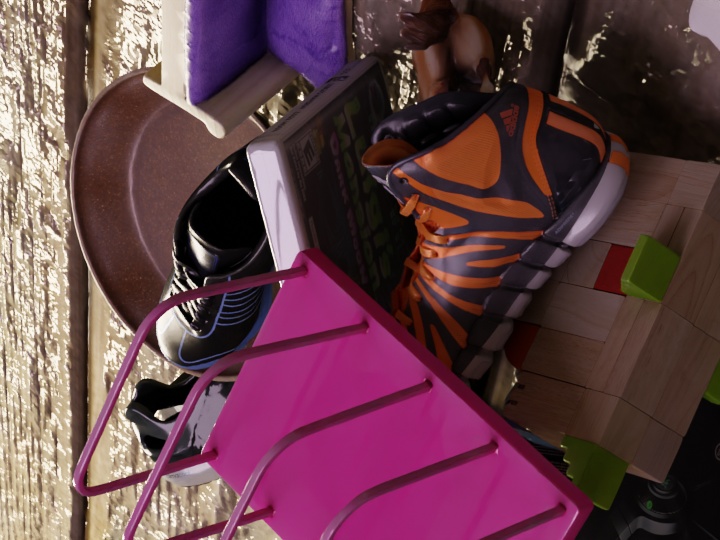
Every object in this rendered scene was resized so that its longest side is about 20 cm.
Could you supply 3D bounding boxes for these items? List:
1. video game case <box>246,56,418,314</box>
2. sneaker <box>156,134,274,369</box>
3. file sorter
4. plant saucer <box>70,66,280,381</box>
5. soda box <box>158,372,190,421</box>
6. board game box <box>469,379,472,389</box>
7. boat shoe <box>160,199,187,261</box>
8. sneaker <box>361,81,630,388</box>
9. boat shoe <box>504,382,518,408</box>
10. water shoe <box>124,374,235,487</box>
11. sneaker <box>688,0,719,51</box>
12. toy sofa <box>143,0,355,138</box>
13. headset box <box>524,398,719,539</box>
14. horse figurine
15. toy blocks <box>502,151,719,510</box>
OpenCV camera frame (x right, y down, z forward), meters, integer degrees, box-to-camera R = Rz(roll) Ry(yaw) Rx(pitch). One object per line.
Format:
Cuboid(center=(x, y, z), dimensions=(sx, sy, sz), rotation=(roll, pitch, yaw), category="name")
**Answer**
Cuboid(center=(0.000, 0.000, 1.246), dimensions=(0.023, 0.182, 0.200), rotation=(-9, 106, 20), category="video game case")
Cuboid(center=(-0.083, -0.007, 1.319), dimensions=(0.070, 0.078, 0.200), rotation=(46, 131, 16), category="sneaker")
Cuboid(center=(-0.023, 0.111, 1.088), dimensions=(0.200, 0.125, 0.139), rotation=(42, 123, 26), category="file sorter")
Cuboid(center=(-0.095, -0.031, 1.396), dimensions=(0.200, 0.037, 0.201), rotation=(17, 118, 34), category="plant saucer")
Cuboid(center=(-0.044, 0.107, 1.540), dimensions=(0.200, 0.063, 0.071), rotation=(7, 130, 44), category="soda box")
Cuboid(center=(0.033, 0.117, 1.408), dimensions=(0.023, 0.105, 0.200), rotation=(18, 130, 35), category="board game box")
Cuboid(center=(-0.036, -0.024, 1.415), dimensions=(0.200, 0.057, 0.067), rotation=(9, 114, 37), category="boat shoe")
Cuboid(center=(0.034, -0.015, 1.142), dimensions=(0.112, 0.078, 0.200), rotation=(29, 108, -23), category="sneaker")
Cuboid(center=(0.153, 0.149, 1.362), dimensions=(0.200, 0.064, 0.071), rotation=(46, 147, 1), category="boat shoe")
Cuboid(center=(-0.063, 0.071, 1.446), dimensions=(0.200, 0.072, 0.079), rotation=(-29, 112, 21), category="water shoe")
Cuboid(center=(0.231, -0.077, 1.053), dimensions=(0.200, 0.074, 0.087), rotation=(52, 159, 4), category="sneaker")
Cuboid(center=(-0.060, -0.168, 1.254), dimensions=(0.098, 0.083, 0.200), rotation=(32, 144, 22), category="toy sofa")
Cuboid(center=(0.151, 0.144, 1.237), dimensions=(0.093, 0.200, 0.174), rotation=(3, 128, 46), category="headset box")
Cuboid(center=(0.051, -0.075, 1.222), dimensions=(0.050, 0.133, 0.200), rotation=(-8, 130, 1), category="horse figurine")
Cuboid(center=(0.123, 0.017, 1.162), dimensions=(0.100, 0.200, 0.137), rotation=(31, 169, -35), category="toy blocks")
